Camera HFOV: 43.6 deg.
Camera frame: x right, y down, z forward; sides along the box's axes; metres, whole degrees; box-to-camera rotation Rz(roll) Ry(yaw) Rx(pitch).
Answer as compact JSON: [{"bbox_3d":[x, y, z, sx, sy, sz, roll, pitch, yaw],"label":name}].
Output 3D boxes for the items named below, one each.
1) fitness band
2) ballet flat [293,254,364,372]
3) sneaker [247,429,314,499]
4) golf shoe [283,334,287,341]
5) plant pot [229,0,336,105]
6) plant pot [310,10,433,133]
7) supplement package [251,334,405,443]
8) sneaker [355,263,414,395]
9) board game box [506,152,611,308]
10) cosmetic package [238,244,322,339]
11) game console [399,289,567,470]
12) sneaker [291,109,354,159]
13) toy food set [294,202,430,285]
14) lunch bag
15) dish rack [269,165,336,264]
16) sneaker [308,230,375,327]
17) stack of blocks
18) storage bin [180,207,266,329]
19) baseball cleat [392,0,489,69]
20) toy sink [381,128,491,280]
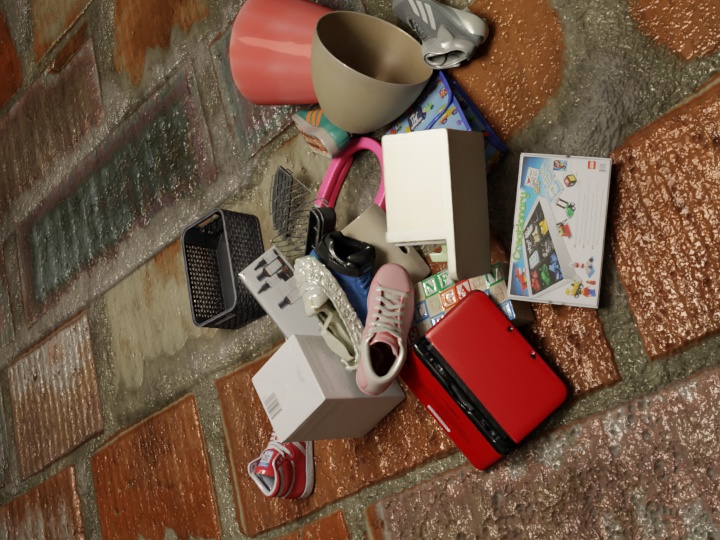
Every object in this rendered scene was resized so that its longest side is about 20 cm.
[{"bbox_3d":[-0.009,-0.128,1.542,0.143,0.037,0.203,37,110,39],"label":"fitness band"},{"bbox_3d":[-0.045,0.068,1.374,0.071,0.072,0.201,-35,91,33],"label":"ballet flat"},{"bbox_3d":[-0.140,0.292,1.557,0.071,0.111,0.204,-19,72,38],"label":"sneaker"},{"bbox_3d":[-0.110,0.090,1.594,0.092,0.074,0.203,127,122,-79],"label":"golf shoe"},{"bbox_3d":[-0.101,-0.379,1.567,0.175,0.199,0.204,16,95,33],"label":"plant pot"},{"bbox_3d":[0.002,-0.302,1.447,0.201,0.198,0.136,56,138,31],"label":"plant pot"},{"bbox_3d":[-0.048,0.187,1.427,0.120,0.198,0.122,-46,57,27],"label":"supplement package"},{"bbox_3d":[0.042,0.079,1.320,0.105,0.074,0.204,117,167,-75],"label":"sneaker"},{"bbox_3d":[0.273,-0.055,1.241,0.124,0.035,0.204,6,88,14],"label":"board game box"},{"bbox_3d":[-0.115,0.063,1.527,0.082,0.051,0.201,-38,87,-7],"label":"cosmetic package"},{"bbox_3d":[0.171,0.162,1.304,0.201,0.118,0.173,50,155,13],"label":"game console"},{"bbox_3d":[-0.058,-0.250,1.574,0.079,0.072,0.200,-37,30,-6],"label":"sneaker"},{"bbox_3d":[0.000,0.000,1.481,0.199,0.060,0.144,-38,95,31],"label":"toy food set"},{"bbox_3d":[0.118,-0.208,1.417,0.151,0.093,0.202,-49,42,25],"label":"lunch bag"},{"bbox_3d":[-0.114,-0.084,1.588,0.200,0.054,0.156,43,136,38],"label":"dish rack"},{"bbox_3d":[0.005,0.022,1.407,0.199,0.077,0.112,41,131,9],"label":"sneaker"},{"bbox_3d":[0.153,0.056,1.356,0.199,0.058,0.117,-29,66,36],"label":"stack of blocks"},{"bbox_3d":[-0.256,-0.001,1.714,0.134,0.093,0.204,-25,69,37],"label":"storage bin"},{"bbox_3d":[0.107,-0.383,1.432,0.199,0.070,0.107,27,77,41],"label":"baseball cleat"},{"bbox_3d":[0.105,-0.090,1.262,0.110,0.130,0.204,-3,94,31],"label":"toy sink"}]
